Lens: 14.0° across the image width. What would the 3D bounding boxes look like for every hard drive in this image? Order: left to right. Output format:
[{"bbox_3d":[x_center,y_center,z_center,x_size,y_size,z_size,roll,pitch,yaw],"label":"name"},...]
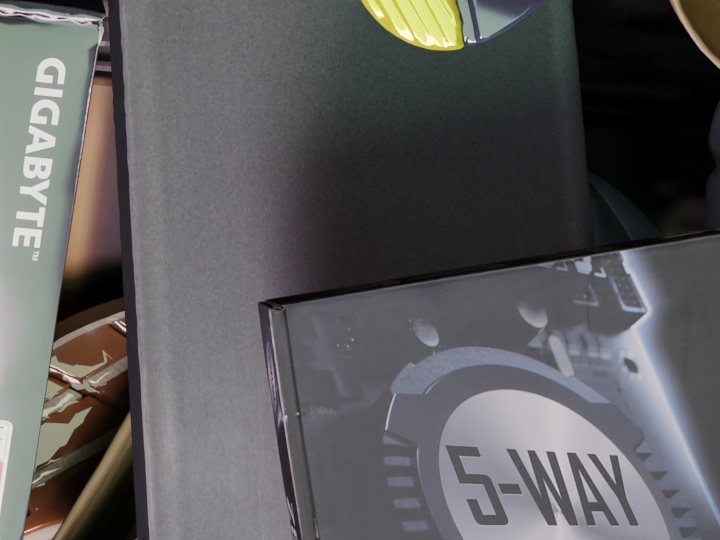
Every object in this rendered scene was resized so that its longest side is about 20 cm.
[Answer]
[{"bbox_3d":[0.000,0.000,0.857,0.139,0.201,0.033,-1,167,-15],"label":"hard drive"}]

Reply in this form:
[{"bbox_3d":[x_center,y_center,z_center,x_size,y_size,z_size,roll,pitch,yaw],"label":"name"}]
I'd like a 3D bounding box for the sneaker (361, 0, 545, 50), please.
[{"bbox_3d":[0.078,-0.134,0.831,0.199,0.082,0.074,-26,104,-5],"label":"sneaker"}]

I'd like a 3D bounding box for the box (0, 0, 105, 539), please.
[{"bbox_3d":[-0.171,-0.002,0.897,0.158,0.046,0.201,7,113,-13],"label":"box"}]

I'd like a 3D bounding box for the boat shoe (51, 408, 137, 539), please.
[{"bbox_3d":[-0.044,0.040,0.930,0.063,0.073,0.201,21,103,-37],"label":"boat shoe"}]

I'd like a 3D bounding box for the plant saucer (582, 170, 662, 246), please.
[{"bbox_3d":[0.076,0.062,0.925,0.027,0.201,0.201,-7,135,-19],"label":"plant saucer"}]

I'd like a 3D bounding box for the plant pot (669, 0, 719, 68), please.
[{"bbox_3d":[0.138,-0.143,0.765,0.199,0.027,0.201,-28,135,-31],"label":"plant pot"}]

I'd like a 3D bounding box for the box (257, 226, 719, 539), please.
[{"bbox_3d":[0.081,0.072,0.802,0.199,0.044,0.161,-8,92,-6],"label":"box"}]

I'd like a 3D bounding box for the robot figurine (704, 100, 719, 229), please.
[{"bbox_3d":[0.162,0.005,0.907,0.112,0.169,0.201,7,104,26],"label":"robot figurine"}]

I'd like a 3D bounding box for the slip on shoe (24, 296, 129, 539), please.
[{"bbox_3d":[-0.109,0.060,0.997,0.199,0.061,0.076,-28,103,-3],"label":"slip on shoe"}]
